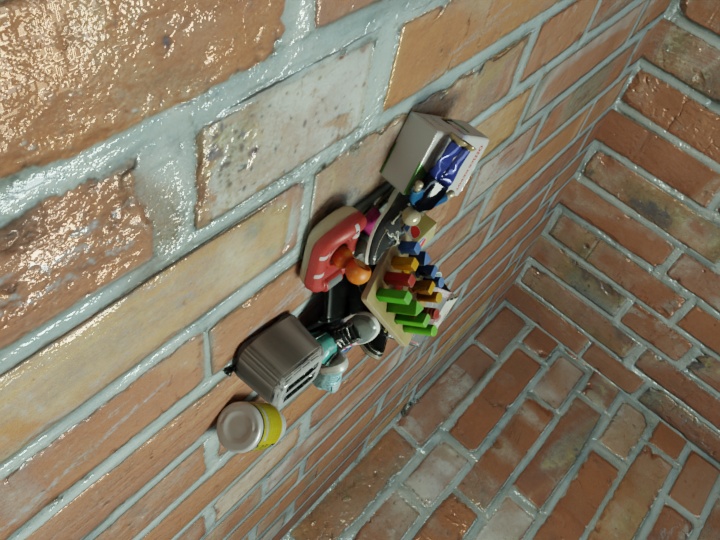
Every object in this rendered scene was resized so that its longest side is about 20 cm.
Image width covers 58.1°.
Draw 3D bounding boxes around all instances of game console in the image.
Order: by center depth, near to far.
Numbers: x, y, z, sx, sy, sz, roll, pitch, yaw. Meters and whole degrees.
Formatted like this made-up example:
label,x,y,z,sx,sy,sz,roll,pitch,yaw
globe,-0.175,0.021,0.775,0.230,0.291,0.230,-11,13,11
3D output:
label,x,y,z,sx,sy,sz,roll,pitch,yaw
game console,-0.074,0.070,1.527,0.200,0.115,0.178,-12,107,-64

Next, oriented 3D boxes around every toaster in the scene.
label,x,y,z,sx,sy,sz,roll,pitch,yaw
toaster,-0.168,0.191,1.346,0.199,0.129,0.114,-34,154,-42

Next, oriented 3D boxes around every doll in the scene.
label,x,y,z,sx,sy,sz,roll,pitch,yaw
doll,0.151,-0.170,1.286,0.136,0.048,0.201,11,119,-54

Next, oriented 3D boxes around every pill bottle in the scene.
label,x,y,z,sx,sy,sz,roll,pitch,yaw
pill bottle,-0.244,0.363,1.510,0.112,0.111,0.200,-52,162,0

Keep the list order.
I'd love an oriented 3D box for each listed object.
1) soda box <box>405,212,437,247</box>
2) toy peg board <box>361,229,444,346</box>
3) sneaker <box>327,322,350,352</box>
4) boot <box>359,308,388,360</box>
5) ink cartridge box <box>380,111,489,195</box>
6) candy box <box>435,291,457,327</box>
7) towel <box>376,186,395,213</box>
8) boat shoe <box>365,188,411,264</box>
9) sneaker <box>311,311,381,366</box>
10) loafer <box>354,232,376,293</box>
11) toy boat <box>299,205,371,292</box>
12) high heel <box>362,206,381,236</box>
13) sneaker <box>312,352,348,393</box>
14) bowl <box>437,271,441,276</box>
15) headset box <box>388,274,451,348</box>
label,x,y,z,sx,sy,sz,roll,pitch,yaw
soda box,0.106,-0.061,1.640,0.200,0.064,0.068,-44,160,-25
toy peg board,0.123,0.041,1.453,0.200,0.097,0.200,51,56,-41
sneaker,-0.037,0.169,1.679,0.078,0.066,0.200,-30,168,14
boot,0.061,0.104,1.556,0.151,0.073,0.201,-53,-165,29
ink cartridge box,0.157,-0.237,1.345,0.199,0.084,0.146,-7,133,-48
candy box,0.195,0.123,1.867,0.137,0.061,0.200,-58,160,17
towel,0.121,-0.194,1.495,0.200,0.034,0.192,-51,159,2
boat shoe,0.066,-0.088,1.344,0.074,0.060,0.201,97,17,-53
sneaker,-0.052,0.157,1.476,0.199,0.084,0.120,-28,-178,45
loafer,0.000,0.000,1.453,0.072,0.072,0.201,-53,146,-28
toy boat,-0.033,-0.024,1.270,0.130,0.130,0.201,-37,157,-38
high heel,0.044,-0.059,1.443,0.067,0.096,0.201,-41,159,-28
sneaker,-0.066,0.252,1.562,0.074,0.082,0.200,-32,-178,-24
bowl,0.131,0.055,1.847,0.201,0.105,0.201,-45,161,-20
headset box,0.131,0.085,1.696,0.147,0.075,0.201,20,108,-26
